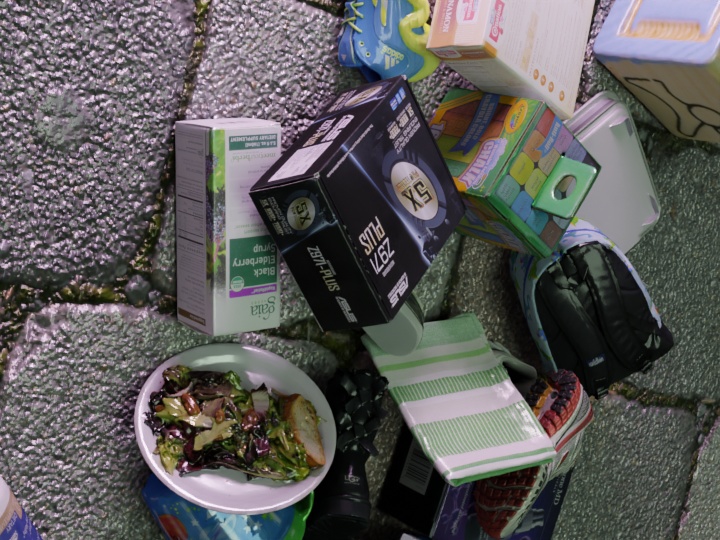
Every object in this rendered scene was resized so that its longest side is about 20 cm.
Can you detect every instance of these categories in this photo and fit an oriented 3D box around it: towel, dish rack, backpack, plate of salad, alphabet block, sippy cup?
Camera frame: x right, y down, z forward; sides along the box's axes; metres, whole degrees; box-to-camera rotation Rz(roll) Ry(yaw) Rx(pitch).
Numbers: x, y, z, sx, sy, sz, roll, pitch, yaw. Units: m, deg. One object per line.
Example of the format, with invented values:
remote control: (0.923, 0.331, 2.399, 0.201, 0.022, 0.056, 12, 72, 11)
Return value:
towel: (0.107, 0.134, 1.385, 0.151, 0.201, 0.024, -9, 142, -29)
dish rack: (0.297, -0.099, 1.578, 0.171, 0.043, 0.201, -39, 122, -23)
backpack: (0.257, 0.034, 1.520, 0.162, 0.154, 0.200, -31, 134, 6)
plate of salad: (-0.118, 0.143, 1.243, 0.198, 0.201, 0.048, -20, 148, -31)
alphabet block: (0.434, -0.282, 1.544, 0.199, 0.195, 0.198, 34, 82, -37)
sippy cup: (-0.143, 0.239, 1.284, 0.178, 0.139, 0.131, -48, 114, -31)

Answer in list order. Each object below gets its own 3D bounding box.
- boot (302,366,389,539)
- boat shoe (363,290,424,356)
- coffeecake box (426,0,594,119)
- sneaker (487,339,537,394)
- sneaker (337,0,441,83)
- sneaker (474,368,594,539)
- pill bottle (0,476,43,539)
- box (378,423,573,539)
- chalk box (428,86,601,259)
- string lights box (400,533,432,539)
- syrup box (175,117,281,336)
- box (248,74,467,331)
boot: (-0.028, 0.203, 1.367, 0.073, 0.198, 0.164, 14, 61, -15)
boat shoe: (0.000, 0.000, 1.371, 0.201, 0.070, 0.064, 54, 30, -19)
coffeecake box: (0.165, -0.269, 1.379, 0.199, 0.072, 0.155, 26, 73, -50)
sneaker: (0.118, 0.111, 1.473, 0.198, 0.081, 0.076, 5, 100, -36)
sneaker: (0.014, -0.266, 1.308, 0.105, 0.075, 0.201, -42, 123, -20)
sneaker: (0.201, 0.213, 1.428, 0.201, 0.077, 0.082, -54, 126, -16)
pill bottle: (-0.325, 0.290, 1.165, 0.111, 0.111, 0.202, -37, 120, -24)
box: (0.140, 0.241, 1.503, 0.199, 0.104, 0.150, 18, 89, -37)
chalk box: (0.161, -0.103, 1.377, 0.124, 0.199, 0.125, 40, 77, -35)
string lights box: (0.071, 0.355, 1.446, 0.104, 0.058, 0.200, -65, 162, -5)
syrup box: (-0.128, -0.044, 1.251, 0.078, 0.081, 0.203, -7, 104, -35)
box: (0.004, -0.067, 1.256, 0.200, 0.085, 0.165, -52, 123, -45)
